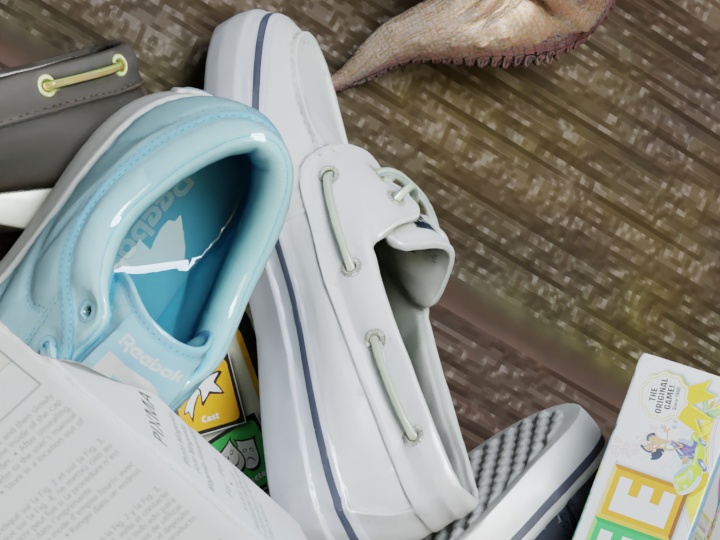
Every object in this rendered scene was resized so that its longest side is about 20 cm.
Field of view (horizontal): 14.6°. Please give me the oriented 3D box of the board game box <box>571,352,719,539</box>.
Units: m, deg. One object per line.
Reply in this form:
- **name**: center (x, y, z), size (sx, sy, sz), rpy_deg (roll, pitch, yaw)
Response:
- **board game box**: center (0.094, 0.122, 0.922), size (0.034, 0.200, 0.135), rpy_deg (18, 75, 17)

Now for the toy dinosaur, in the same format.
- **toy dinosaur**: center (0.075, -0.126, 0.986), size (0.135, 0.086, 0.200), rpy_deg (37, 77, -25)

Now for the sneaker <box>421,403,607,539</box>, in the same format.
- **sneaker**: center (0.018, 0.133, 0.889), size (0.200, 0.078, 0.079), rpy_deg (-44, 101, -13)

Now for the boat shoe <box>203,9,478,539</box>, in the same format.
- **boat shoe**: center (0.000, 0.000, 0.912), size (0.074, 0.067, 0.201), rpy_deg (36, 39, -61)

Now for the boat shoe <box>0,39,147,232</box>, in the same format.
- **boat shoe**: center (-0.157, -0.038, 0.874), size (0.201, 0.072, 0.061), rpy_deg (-6, 92, -34)

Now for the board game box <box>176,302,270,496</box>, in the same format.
- **board game box**: center (-0.078, 0.108, 0.912), size (0.151, 0.046, 0.201), rpy_deg (-21, 95, -25)

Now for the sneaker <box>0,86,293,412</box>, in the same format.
- **sneaker**: center (-0.086, 0.031, 0.837), size (0.074, 0.082, 0.200), rpy_deg (30, 81, -21)

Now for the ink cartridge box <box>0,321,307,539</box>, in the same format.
- **ink cartridge box**: center (-0.127, 0.085, 0.789), size (0.162, 0.057, 0.200), rpy_deg (-42, 120, 6)
